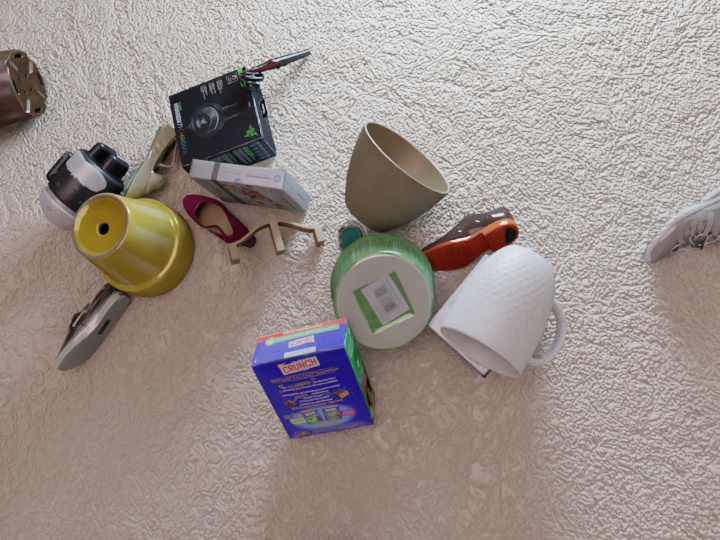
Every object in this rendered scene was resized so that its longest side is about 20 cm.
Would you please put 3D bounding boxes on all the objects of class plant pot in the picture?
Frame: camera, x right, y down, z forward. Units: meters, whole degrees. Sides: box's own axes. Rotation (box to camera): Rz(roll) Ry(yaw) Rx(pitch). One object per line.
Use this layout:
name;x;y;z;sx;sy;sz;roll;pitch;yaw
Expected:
plant pot;-0.860;-0.417;1.379;0.194;0.201;0.204;-9;75;1
plant pot;-0.468;-0.061;1.200;0.196;0.189;0.205;-3;77;12

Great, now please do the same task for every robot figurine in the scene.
robot figurine;-0.598;-0.179;1.293;0.201;0.125;0.150;-48;42;-2

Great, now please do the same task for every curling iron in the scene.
curling iron;-0.177;-0.428;1.256;0.050;0.026;0.199;47;54;3

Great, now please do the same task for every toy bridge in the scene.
toy bridge;-0.166;-0.065;1.176;0.196;0.027;0.068;-14;74;-19

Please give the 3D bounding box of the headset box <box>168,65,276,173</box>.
headset box;-0.286;-0.309;1.266;0.196;0.093;0.177;-17;75;8

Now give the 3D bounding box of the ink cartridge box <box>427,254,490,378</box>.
ink cartridge box;0.235;0.071;1.068;0.136;0.076;0.201;40;89;17

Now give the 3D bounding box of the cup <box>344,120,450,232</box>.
cup;0.050;-0.159;1.121;0.201;0.199;0.144;48;117;18

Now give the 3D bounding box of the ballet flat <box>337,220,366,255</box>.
ballet flat;0.000;0.000;1.137;0.070;0.072;0.204;-4;104;11

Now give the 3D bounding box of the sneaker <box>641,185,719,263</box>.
sneaker;0.580;-0.068;1.022;0.198;0.075;0.083;-35;71;2

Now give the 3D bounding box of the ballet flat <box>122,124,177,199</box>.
ballet flat;-0.445;-0.225;1.294;0.068;0.070;0.203;17;74;16

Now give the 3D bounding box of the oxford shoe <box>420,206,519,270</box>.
oxford shoe;0.196;-0.059;1.123;0.197;0.072;0.073;-20;45;11

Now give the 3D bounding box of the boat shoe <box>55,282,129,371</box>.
boat shoe;-0.571;0.117;1.247;0.063;0.071;0.201;35;79;17

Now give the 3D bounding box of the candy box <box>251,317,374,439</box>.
candy box;-0.077;0.194;1.047;0.166;0.202;0.078;-12;37;9

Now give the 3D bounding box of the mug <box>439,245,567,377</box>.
mug;0.252;0.072;0.965;0.199;0.147;0.177;36;77;-14

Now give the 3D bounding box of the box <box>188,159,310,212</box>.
box;-0.215;-0.166;1.184;0.196;0.156;0.042;8;81;14

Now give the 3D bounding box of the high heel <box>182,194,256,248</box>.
high heel;-0.305;-0.112;1.221;0.198;0.096;0.068;27;88;17

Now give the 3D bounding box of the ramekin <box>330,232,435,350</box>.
ramekin;0.040;0.042;1.063;0.195;0.098;0.204;0;105;1
